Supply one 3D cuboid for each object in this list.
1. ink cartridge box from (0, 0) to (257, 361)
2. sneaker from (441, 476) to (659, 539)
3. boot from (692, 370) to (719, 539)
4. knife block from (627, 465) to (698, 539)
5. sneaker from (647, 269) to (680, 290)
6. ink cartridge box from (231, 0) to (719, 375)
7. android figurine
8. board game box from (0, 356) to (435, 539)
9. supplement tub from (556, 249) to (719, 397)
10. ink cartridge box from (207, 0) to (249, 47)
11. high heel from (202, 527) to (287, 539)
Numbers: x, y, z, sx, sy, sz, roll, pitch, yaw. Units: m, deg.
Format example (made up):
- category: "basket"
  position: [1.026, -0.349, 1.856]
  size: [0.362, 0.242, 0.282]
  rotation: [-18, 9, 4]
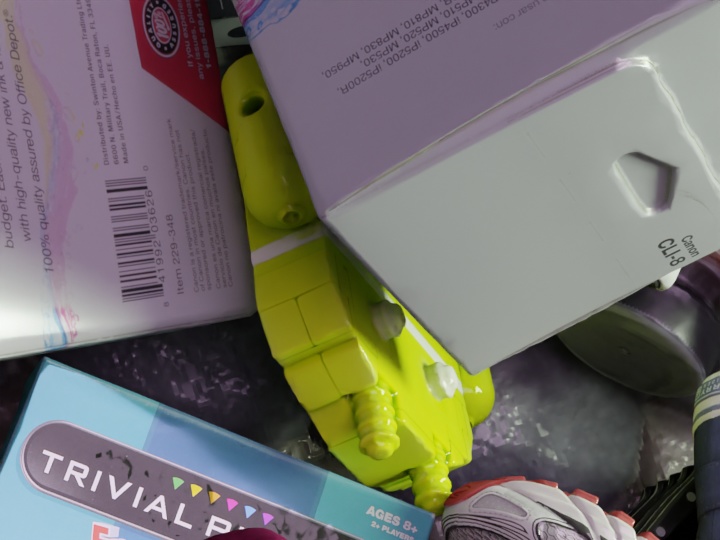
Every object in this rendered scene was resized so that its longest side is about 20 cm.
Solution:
- category: "ink cartridge box"
  position: [-0.139, -0.040, 0.712]
  size: [0.200, 0.085, 0.148]
  rotation: [-7, 88, -49]
- category: "sneaker"
  position: [0.090, 0.160, 0.707]
  size: [0.082, 0.078, 0.200]
  rotation: [-33, 87, -30]
- category: "boot"
  position: [0.207, 0.114, 0.798]
  size: [0.199, 0.073, 0.091]
  rotation: [22, 61, -23]
- category: "knife block"
  position: [0.126, 0.168, 0.804]
  size: [0.175, 0.064, 0.201]
  rotation: [13, 64, -19]
- category: "sneaker"
  position: [0.072, -0.068, 0.817]
  size: [0.081, 0.200, 0.075]
  rotation: [-55, 139, 2]
- category: "ink cartridge box"
  position: [0.042, -0.097, 0.705]
  size: [0.144, 0.145, 0.200]
  rotation: [-29, 57, 10]
- category: "android figurine"
  position: [0.000, 0.000, 0.775]
  size: [0.041, 0.182, 0.200]
  rotation: [-24, 47, 15]
- category: "board game box"
  position: [-0.077, 0.151, 0.693]
  size: [0.151, 0.047, 0.201]
  rotation: [23, 72, -10]
- category: "supplement tub"
  position: [0.155, -0.046, 0.865]
  size: [0.107, 0.107, 0.200]
  rotation: [34, 67, -5]
- category: "ink cartridge box"
  position: [-0.089, -0.142, 0.854]
  size: [0.199, 0.039, 0.100]
  rotation: [-8, 76, -20]
- category: "high heel"
  position: [-0.051, 0.179, 0.616]
  size: [0.067, 0.096, 0.201]
  rotation: [19, 72, -12]
